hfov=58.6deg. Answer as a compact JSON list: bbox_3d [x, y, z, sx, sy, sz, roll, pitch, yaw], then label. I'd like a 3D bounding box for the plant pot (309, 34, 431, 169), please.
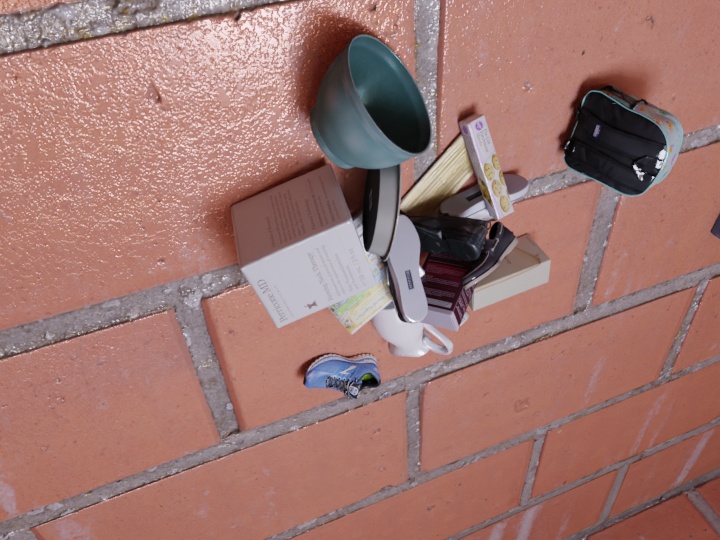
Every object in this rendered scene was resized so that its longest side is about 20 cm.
[{"bbox_3d":[0.003,-0.246,1.021,0.133,0.205,0.198,-26,144,36],"label":"plant pot"}]

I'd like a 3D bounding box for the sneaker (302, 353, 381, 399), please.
[{"bbox_3d":[-0.037,0.246,1.474,0.195,0.090,0.080,-3,129,-26],"label":"sneaker"}]

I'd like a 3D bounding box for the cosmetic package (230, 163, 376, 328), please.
[{"bbox_3d":[-0.100,-0.043,1.125,0.196,0.168,0.169,-23,136,2],"label":"cosmetic package"}]

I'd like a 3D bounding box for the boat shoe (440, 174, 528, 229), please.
[{"bbox_3d":[0.256,-0.125,1.319,0.198,0.075,0.087,-25,138,-13],"label":"boat shoe"}]

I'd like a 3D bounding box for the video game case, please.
[{"bbox_3d":[0.000,0.000,1.277,0.199,0.023,0.183,-39,108,8],"label":"video game case"}]

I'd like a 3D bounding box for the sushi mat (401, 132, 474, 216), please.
[{"bbox_3d":[0.165,-0.179,1.271,0.200,0.012,0.095,-47,135,16],"label":"sushi mat"}]

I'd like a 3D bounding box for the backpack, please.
[{"bbox_3d":[0.529,-0.253,1.271,0.151,0.200,0.179,-17,135,-36],"label":"backpack"}]

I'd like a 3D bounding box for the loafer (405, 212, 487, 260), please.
[{"bbox_3d":[0.157,-0.078,1.250,0.073,0.197,0.073,-55,143,-24],"label":"loafer"}]

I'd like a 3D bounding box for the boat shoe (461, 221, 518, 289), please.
[{"bbox_3d":[0.242,-0.032,1.257,0.199,0.063,0.072,-40,-178,-42],"label":"boat shoe"}]

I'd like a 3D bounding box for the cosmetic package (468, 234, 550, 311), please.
[{"bbox_3d":[0.316,0.003,1.446,0.196,0.104,0.074,-21,135,-12],"label":"cosmetic package"}]

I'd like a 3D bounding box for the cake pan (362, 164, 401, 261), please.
[{"bbox_3d":[0.035,-0.120,1.131,0.036,0.203,0.204,4,128,-9],"label":"cake pan"}]

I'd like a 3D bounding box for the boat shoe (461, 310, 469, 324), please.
[{"bbox_3d":[0.188,0.069,1.404,0.070,0.201,0.072,-39,98,5],"label":"boat shoe"}]

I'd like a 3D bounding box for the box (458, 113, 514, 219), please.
[{"bbox_3d":[0.241,-0.196,1.224,0.041,0.039,0.204,-26,112,-9],"label":"box"}]

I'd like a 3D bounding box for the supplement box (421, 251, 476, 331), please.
[{"bbox_3d":[0.179,0.015,1.307,0.203,0.107,0.061,-62,145,-25],"label":"supplement box"}]

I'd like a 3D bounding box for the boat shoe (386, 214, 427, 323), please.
[{"bbox_3d":[0.079,-0.001,1.229,0.070,0.068,0.205,-13,90,-24],"label":"boat shoe"}]

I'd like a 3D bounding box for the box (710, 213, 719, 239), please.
[{"bbox_3d":[1.092,-0.104,1.702,0.195,0.198,0.120,-10,132,-19],"label":"box"}]

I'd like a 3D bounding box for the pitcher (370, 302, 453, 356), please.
[{"bbox_3d":[0.110,0.113,1.392,0.168,0.123,0.202,7,146,27],"label":"pitcher"}]
